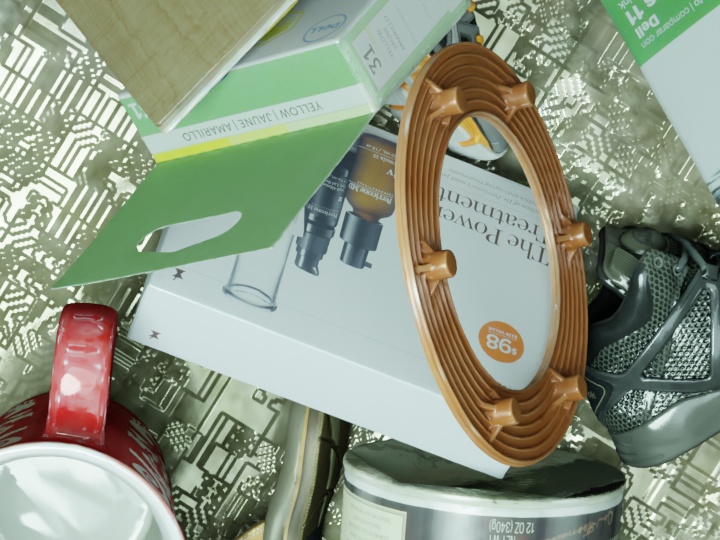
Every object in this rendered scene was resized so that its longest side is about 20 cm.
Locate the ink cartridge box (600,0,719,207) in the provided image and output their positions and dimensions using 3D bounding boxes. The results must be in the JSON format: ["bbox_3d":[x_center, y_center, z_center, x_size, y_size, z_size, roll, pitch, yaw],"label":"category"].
[{"bbox_3d":[0.219,-0.069,1.196,0.083,0.146,0.201,-36,69,26],"label":"ink cartridge box"}]

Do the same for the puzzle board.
[{"bbox_3d":[-0.077,-0.162,1.196,0.151,0.200,0.017,-45,130,3],"label":"puzzle board"}]

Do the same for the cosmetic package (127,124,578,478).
[{"bbox_3d":[0.000,0.000,1.238,0.199,0.052,0.152,21,52,-6],"label":"cosmetic package"}]

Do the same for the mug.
[{"bbox_3d":[-0.135,0.113,1.216,0.133,0.200,0.178,37,94,-7],"label":"mug"}]

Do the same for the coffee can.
[{"bbox_3d":[0.055,0.197,1.265,0.145,0.146,0.202,3,97,-4],"label":"coffee can"}]

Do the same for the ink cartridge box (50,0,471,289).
[{"bbox_3d":[-0.053,-0.075,1.149,0.145,0.200,0.048,-10,118,40],"label":"ink cartridge box"}]

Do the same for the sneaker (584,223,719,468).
[{"bbox_3d":[0.196,0.006,1.282,0.199,0.076,0.115,-31,105,7],"label":"sneaker"}]

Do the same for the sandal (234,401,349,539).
[{"bbox_3d":[-0.051,0.150,1.292,0.054,0.080,0.202,13,96,11],"label":"sandal"}]

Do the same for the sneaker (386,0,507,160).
[{"bbox_3d":[0.024,-0.144,1.256,0.077,0.078,0.201,-38,106,-18],"label":"sneaker"}]

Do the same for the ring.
[{"bbox_3d":[0.070,-0.009,1.168,0.019,0.200,0.202,-11,99,27],"label":"ring"}]
